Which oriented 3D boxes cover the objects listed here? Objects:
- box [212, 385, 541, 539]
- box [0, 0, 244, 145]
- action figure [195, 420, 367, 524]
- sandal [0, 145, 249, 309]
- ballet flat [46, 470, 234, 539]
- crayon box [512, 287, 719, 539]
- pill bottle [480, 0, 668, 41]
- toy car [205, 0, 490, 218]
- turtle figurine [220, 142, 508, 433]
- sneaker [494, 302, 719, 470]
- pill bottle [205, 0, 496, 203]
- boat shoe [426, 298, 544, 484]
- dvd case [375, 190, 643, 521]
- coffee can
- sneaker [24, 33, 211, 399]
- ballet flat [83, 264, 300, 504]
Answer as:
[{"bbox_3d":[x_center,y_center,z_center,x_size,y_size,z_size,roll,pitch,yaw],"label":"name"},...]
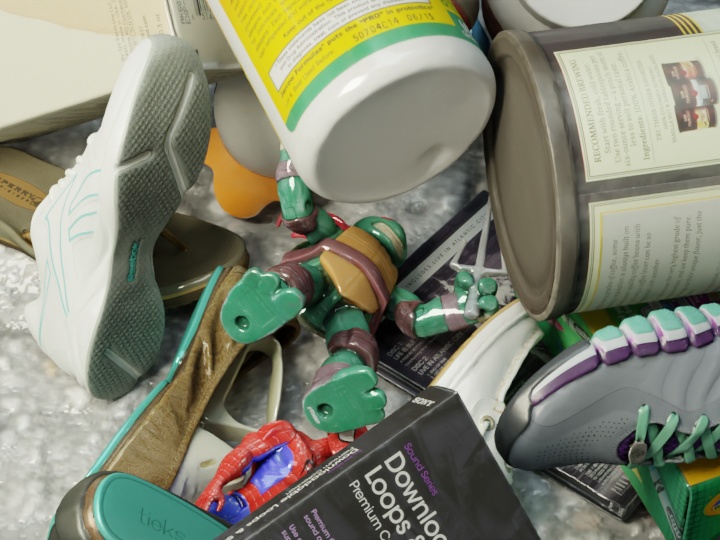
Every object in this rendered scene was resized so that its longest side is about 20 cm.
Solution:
[{"bbox_3d":[-0.006,0.164,0.870,0.200,0.143,0.036,-35,13,-18],"label":"box"},{"bbox_3d":[-0.162,-0.130,1.146,0.200,0.078,0.095,-13,1,31],"label":"box"},{"bbox_3d":[-0.068,0.132,0.974,0.200,0.066,0.052,-38,22,-32],"label":"action figure"},{"bbox_3d":[-0.158,-0.034,1.147,0.200,0.054,0.080,24,49,22],"label":"sandal"},{"bbox_3d":[-0.057,0.154,0.914,0.200,0.068,0.068,32,43,-18],"label":"ballet flat"},{"bbox_3d":[0.175,0.043,1.046,0.118,0.058,0.200,-16,48,-15],"label":"crayon box"},{"bbox_3d":[0.127,-0.174,1.173,0.112,0.113,0.200,3,1,3],"label":"pill bottle"},{"bbox_3d":[-0.043,-0.129,1.198,0.177,0.184,0.200,28,79,25],"label":"toy car"},{"bbox_3d":[0.000,0.000,1.062,0.149,0.101,0.200,32,33,1],"label":"turtle figurine"},{"bbox_3d":[0.165,0.065,0.936,0.199,0.075,0.088,-20,55,-18],"label":"sneaker"},{"bbox_3d":[-0.019,-0.144,1.036,0.112,0.113,0.200,-18,59,-18],"label":"pill bottle"},{"bbox_3d":[0.046,0.101,1.006,0.069,0.071,0.200,35,62,7],"label":"boat shoe"},{"bbox_3d":[0.104,0.041,1.100,0.200,0.016,0.149,30,53,26],"label":"dvd case"},{"bbox_3d":[0.175,-0.060,1.003,0.199,0.147,0.147,-8,45,-9],"label":"coffee can"},{"bbox_3d":[-0.139,-0.035,1.061,0.080,0.201,0.070,28,19,34],"label":"sneaker"},{"bbox_3d":[-0.083,0.078,1.038,0.072,0.068,0.200,29,44,1],"label":"ballet flat"}]
